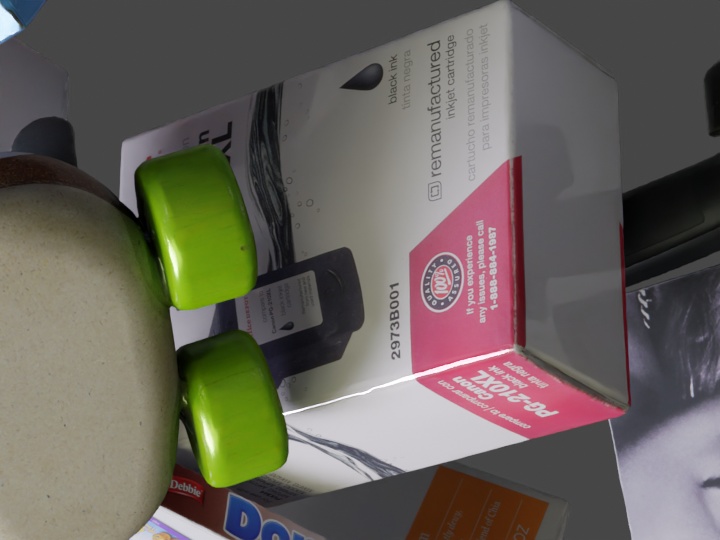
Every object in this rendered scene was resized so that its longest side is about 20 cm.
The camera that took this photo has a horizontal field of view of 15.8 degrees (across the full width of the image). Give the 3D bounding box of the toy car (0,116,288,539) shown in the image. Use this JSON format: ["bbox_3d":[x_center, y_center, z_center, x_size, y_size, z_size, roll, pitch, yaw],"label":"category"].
[{"bbox_3d":[-0.137,-0.001,0.966,0.163,0.200,0.159,-16,125,-12],"label":"toy car"}]

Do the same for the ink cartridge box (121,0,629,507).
[{"bbox_3d":[0.000,0.000,1.026,0.199,0.146,0.084,-17,151,34],"label":"ink cartridge box"}]

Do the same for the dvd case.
[{"bbox_3d":[0.174,0.090,1.026,0.148,0.016,0.201,-18,73,28],"label":"dvd case"}]

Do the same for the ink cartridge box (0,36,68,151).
[{"bbox_3d":[-0.248,-0.054,1.122,0.199,0.086,0.146,-16,146,35],"label":"ink cartridge box"}]

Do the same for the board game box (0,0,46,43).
[{"bbox_3d":[-0.162,-0.199,0.924,0.056,0.200,0.196,-24,113,31],"label":"board game box"}]

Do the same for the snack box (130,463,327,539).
[{"bbox_3d":[-0.041,0.127,1.055,0.199,0.024,0.072,30,141,-32],"label":"snack box"}]

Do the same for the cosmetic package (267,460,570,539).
[{"bbox_3d":[-0.016,0.129,1.183,0.199,0.102,0.072,18,136,10],"label":"cosmetic package"}]

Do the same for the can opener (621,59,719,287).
[{"bbox_3d":[0.140,-0.029,1.028,0.063,0.079,0.200,11,149,-39],"label":"can opener"}]
